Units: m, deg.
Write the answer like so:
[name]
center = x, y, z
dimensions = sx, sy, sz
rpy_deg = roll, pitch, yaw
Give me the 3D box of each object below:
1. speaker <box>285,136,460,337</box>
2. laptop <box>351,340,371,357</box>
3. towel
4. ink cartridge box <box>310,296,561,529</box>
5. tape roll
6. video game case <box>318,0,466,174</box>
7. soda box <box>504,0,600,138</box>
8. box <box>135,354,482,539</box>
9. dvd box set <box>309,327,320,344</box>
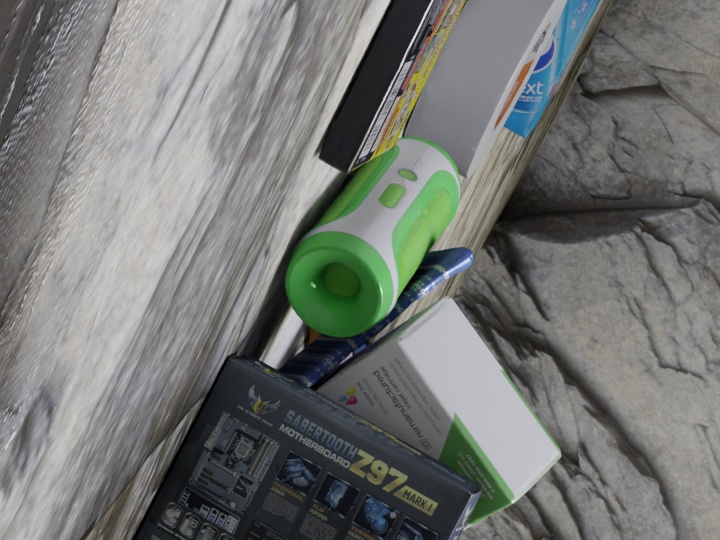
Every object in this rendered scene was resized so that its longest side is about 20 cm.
[speaker]
center = 0.012, -0.028, 1.631
dimensions = 0.089, 0.088, 0.200
rpy_deg = -65, 174, 32
[laptop]
center = -0.028, 0.174, 1.894
dimensions = 0.200, 0.177, 0.103
rpy_deg = -35, 141, 15
[towel]
center = -0.004, 0.051, 1.668
dimensions = 0.200, 0.024, 0.145
rpy_deg = -39, -175, -10
[ink cartridge box]
center = 0.024, 0.132, 1.630
dimensions = 0.200, 0.145, 0.084
rpy_deg = -34, -178, 41
[tape roll]
center = 0.112, -0.182, 1.910
dimensions = 0.201, 0.066, 0.200
rpy_deg = -60, 174, -10
[video game case]
center = 0.040, -0.167, 1.504
dimensions = 0.200, 0.025, 0.181
rpy_deg = -64, 174, 12
[soda box]
center = 0.209, -0.255, 2.499
dimensions = 0.200, 0.064, 0.068
rpy_deg = -64, 174, 22
[box]
center = -0.038, 0.173, 1.548
dimensions = 0.158, 0.200, 0.051
rpy_deg = -63, 170, 6
[dvd box set]
center = 0.000, 0.000, 1.951
dimensions = 0.147, 0.029, 0.200
rpy_deg = -61, 174, -13
